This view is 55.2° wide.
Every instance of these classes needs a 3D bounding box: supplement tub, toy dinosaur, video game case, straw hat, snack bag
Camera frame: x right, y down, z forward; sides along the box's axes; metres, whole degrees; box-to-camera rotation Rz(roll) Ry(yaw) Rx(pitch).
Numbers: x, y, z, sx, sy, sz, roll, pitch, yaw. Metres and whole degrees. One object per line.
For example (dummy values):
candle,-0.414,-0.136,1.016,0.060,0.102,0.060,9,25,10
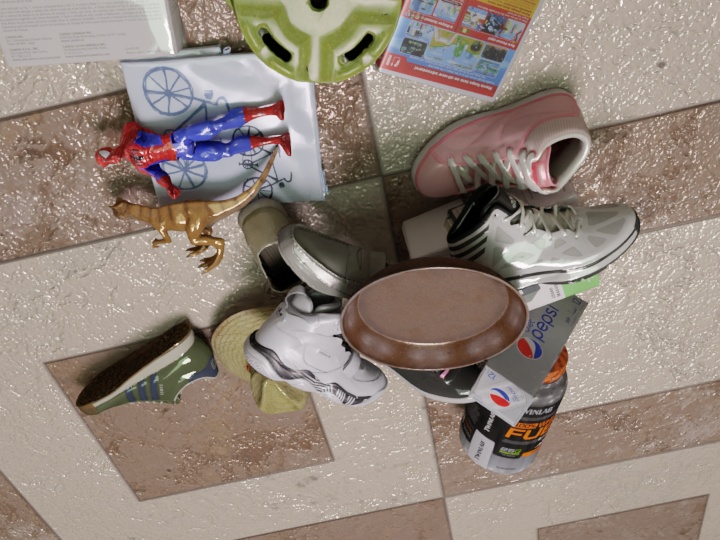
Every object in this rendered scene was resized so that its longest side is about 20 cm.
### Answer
supplement tub,0.217,0.180,0.972,0.121,0.123,0.202,2,128,-9
toy dinosaur,-0.173,-0.058,0.749,0.197,0.061,0.107,-10,129,1
video game case,0.112,-0.269,0.658,0.141,0.018,0.201,7,127,-24
straw hat,-0.103,0.140,0.895,0.198,0.086,0.202,0,141,0
snack bag,-0.136,-0.148,0.732,0.197,0.022,0.190,-6,129,-2

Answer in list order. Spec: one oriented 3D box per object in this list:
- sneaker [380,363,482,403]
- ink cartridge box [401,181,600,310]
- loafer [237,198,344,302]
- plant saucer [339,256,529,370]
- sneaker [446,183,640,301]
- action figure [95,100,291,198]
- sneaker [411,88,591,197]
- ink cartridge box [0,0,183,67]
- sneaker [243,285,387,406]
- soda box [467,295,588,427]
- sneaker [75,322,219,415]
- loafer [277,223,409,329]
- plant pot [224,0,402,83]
sneaker,0.070,0.096,0.855,0.198,0.071,0.100,26,156,19
ink cartridge box,0.168,-0.021,0.830,0.198,0.085,0.146,-22,127,11
loafer,-0.079,0.001,0.817,0.075,0.069,0.200,-27,136,14
plant saucer,0.077,0.045,0.732,0.197,0.035,0.201,1,144,1
sneaker,0.183,-0.044,0.707,0.198,0.076,0.116,-20,133,13
action figure,-0.171,-0.114,0.682,0.197,0.100,0.066,-7,129,2
sneaker,0.151,-0.119,0.740,0.198,0.105,0.076,-23,131,12
ink cartridge box,-0.252,-0.285,0.597,0.159,0.050,0.202,-5,124,-3
sneaker,-0.028,0.086,0.809,0.198,0.075,0.115,22,115,-31
soda box,0.211,0.095,0.854,0.068,0.200,0.064,32,135,14
sneaker,-0.278,0.155,0.921,0.199,0.067,0.090,-32,120,13
loafer,0.000,0.000,0.760,0.199,0.071,0.070,28,131,-29
plant pot,-0.038,-0.248,0.557,0.197,0.191,0.202,-4,128,-5
